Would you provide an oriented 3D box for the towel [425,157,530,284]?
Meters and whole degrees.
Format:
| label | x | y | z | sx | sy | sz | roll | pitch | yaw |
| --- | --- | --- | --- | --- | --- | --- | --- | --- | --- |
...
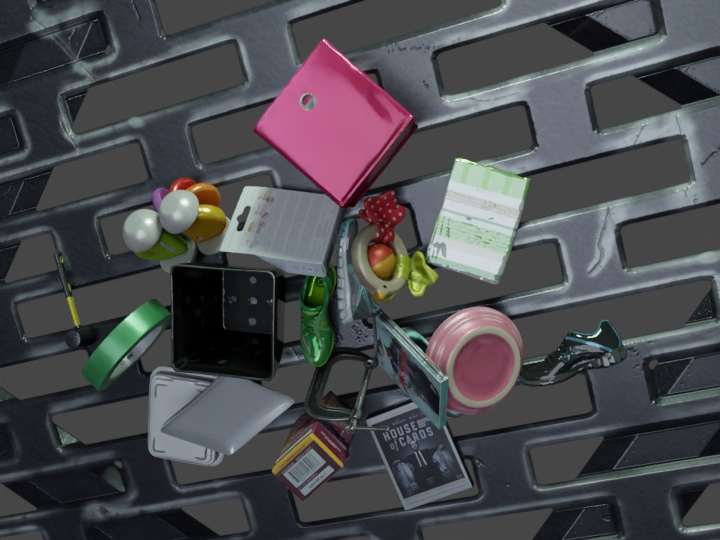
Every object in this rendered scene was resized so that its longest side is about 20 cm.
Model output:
| label | x | y | z | sx | sy | sz | roll | pitch | yaw |
| --- | --- | --- | --- | --- | --- | --- | --- | --- | --- |
| towel | 0.215 | -0.090 | 1.568 | 0.147 | 0.031 | 0.202 | 17 | 102 | 6 |

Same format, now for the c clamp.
| label | x | y | z | sx | sy | sz | roll | pitch | yaw |
| --- | --- | --- | --- | --- | --- | --- | --- | --- | --- |
| c clamp | -0.017 | 0.223 | 1.604 | 0.169 | 0.201 | 0.027 | -3 | 133 | 13 |

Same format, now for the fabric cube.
| label | x | y | z | sx | sy | sz | roll | pitch | yaw |
| --- | --- | --- | --- | --- | --- | --- | --- | --- | --- |
| fabric cube | -0.037 | -0.246 | 1.488 | 0.199 | 0.200 | 0.197 | 41 | 97 | 2 |

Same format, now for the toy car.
| label | x | y | z | sx | sy | sz | roll | pitch | yaw |
| --- | --- | --- | --- | --- | --- | --- | --- | --- | --- |
| toy car | -0.350 | -0.099 | 1.634 | 0.198 | 0.175 | 0.151 | -25 | 61 | 16 |

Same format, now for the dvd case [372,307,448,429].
| label | x | y | z | sx | sy | sz | roll | pitch | yaw |
| --- | --- | --- | --- | --- | --- | --- | --- | --- | --- |
| dvd case | 0.088 | 0.178 | 1.556 | 0.200 | 0.022 | 0.147 | 46 | 154 | 35 |

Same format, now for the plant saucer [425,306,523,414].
| label | x | y | z | sx | sy | sz | roll | pitch | yaw |
| --- | --- | --- | --- | --- | --- | --- | --- | --- | --- |
| plant saucer | 0.214 | 0.169 | 1.556 | 0.198 | 0.051 | 0.203 | -4 | 104 | -18 |

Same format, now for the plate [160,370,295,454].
| label | x | y | z | sx | sy | sz | roll | pitch | yaw |
| --- | --- | --- | --- | --- | --- | --- | --- | --- | --- |
| plate | -0.260 | 0.275 | 1.685 | 0.199 | 0.199 | 0.032 | -41 | 47 | 16 |

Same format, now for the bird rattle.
| label | x | y | z | sx | sy | sz | roll | pitch | yaw |
| --- | --- | --- | --- | --- | --- | --- | --- | --- | --- |
| bird rattle | 0.047 | -0.033 | 1.537 | 0.112 | 0.163 | 0.202 | -10 | 110 | 40 |

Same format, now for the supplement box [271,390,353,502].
| label | x | y | z | sx | sy | sz | roll | pitch | yaw |
| --- | --- | --- | --- | --- | --- | --- | --- | --- | --- |
| supplement box | -0.082 | 0.328 | 1.620 | 0.110 | 0.200 | 0.086 | -43 | 96 | 17 |

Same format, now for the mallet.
| label | x | y | z | sx | sy | sz | roll | pitch | yaw |
| --- | --- | --- | --- | --- | --- | --- | --- | --- | --- |
| mallet | -0.599 | 0.064 | 1.754 | 0.041 | 0.066 | 0.202 | -16 | 97 | 16 |

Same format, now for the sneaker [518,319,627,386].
| label | x | y | z | sx | sy | sz | roll | pitch | yaw |
| --- | --- | --- | --- | --- | --- | --- | --- | --- | --- |
| sneaker | 0.378 | 0.155 | 1.562 | 0.198 | 0.073 | 0.083 | -21 | 85 | 7 |

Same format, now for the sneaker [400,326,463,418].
| label | x | y | z | sx | sy | sz | roll | pitch | yaw |
| --- | --- | --- | --- | --- | --- | --- | --- | --- | --- |
| sneaker | 0.128 | 0.195 | 1.597 | 0.077 | 0.086 | 0.201 | -39 | 92 | -11 |

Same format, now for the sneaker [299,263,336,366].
| label | x | y | z | sx | sy | sz | roll | pitch | yaw |
| --- | --- | --- | --- | --- | --- | --- | --- | --- | --- |
| sneaker | -0.091 | 0.083 | 1.630 | 0.073 | 0.083 | 0.203 | 5 | 97 | 20 |

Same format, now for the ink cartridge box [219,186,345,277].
| label | x | y | z | sx | sy | sz | roll | pitch | yaw |
| --- | --- | --- | --- | --- | --- | --- | --- | --- | --- |
| ink cartridge box | -0.141 | -0.074 | 1.585 | 0.197 | 0.161 | 0.048 | 7 | 145 | 12 |

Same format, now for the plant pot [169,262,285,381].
| label | x | y | z | sx | sy | sz | roll | pitch | yaw |
| --- | --- | --- | --- | --- | --- | --- | --- | --- | --- |
| plant pot | -0.232 | 0.078 | 1.618 | 0.197 | 0.177 | 0.202 | 4 | 102 | 11 |

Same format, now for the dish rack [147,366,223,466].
| label | x | y | z | sx | sy | sz | roll | pitch | yaw |
| --- | --- | --- | --- | --- | --- | --- | --- | --- | --- |
| dish rack | -0.364 | 0.306 | 1.763 | 0.169 | 0.044 | 0.203 | 7 | 102 | 11 |

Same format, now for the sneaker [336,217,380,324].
| label | x | y | z | sx | sy | sz | roll | pitch | yaw |
| --- | --- | --- | --- | --- | --- | --- | --- | --- | --- |
| sneaker | 0.000 | 0.000 | 1.616 | 0.090 | 0.078 | 0.203 | -2 | 104 | -4 |

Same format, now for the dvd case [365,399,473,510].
| label | x | y | z | sx | sy | sz | roll | pitch | yaw |
| --- | --- | --- | --- | --- | --- | --- | --- | --- | --- |
| dvd case | 0.115 | 0.354 | 1.676 | 0.149 | 0.025 | 0.202 | -23 | 96 | 15 |

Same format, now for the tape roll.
| label | x | y | z | sx | sy | sz | roll | pitch | yaw |
| --- | --- | --- | --- | --- | --- | --- | --- | --- | --- |
| tape roll | -0.452 | 0.144 | 1.667 | 0.048 | 0.200 | 0.201 | 41 | 106 | 1 |
